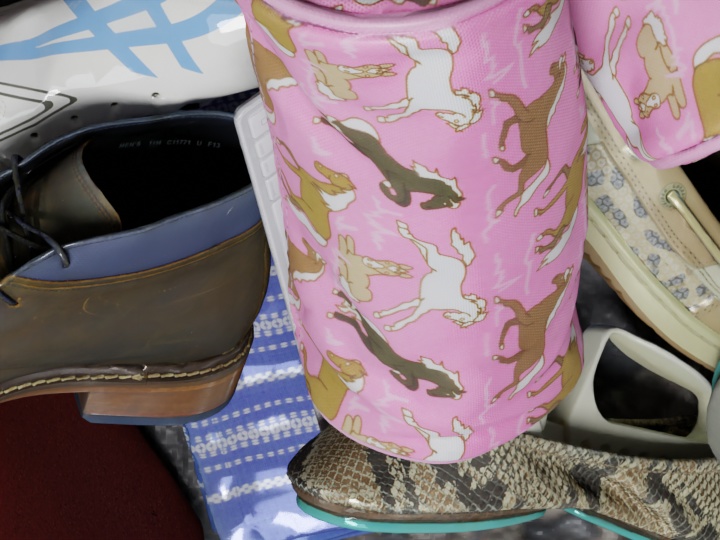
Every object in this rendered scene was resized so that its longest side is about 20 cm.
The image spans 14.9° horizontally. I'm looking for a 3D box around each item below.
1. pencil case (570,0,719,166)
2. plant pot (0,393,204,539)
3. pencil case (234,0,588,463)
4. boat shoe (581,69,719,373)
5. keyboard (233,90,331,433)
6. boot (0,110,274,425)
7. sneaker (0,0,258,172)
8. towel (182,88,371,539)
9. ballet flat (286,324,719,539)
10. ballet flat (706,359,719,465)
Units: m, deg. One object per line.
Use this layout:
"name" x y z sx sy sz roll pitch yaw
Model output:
"pencil case" 0.064 -0.130 0.733 0.086 0.083 0.201 -29 92 21
"plant pot" -0.154 0.125 0.916 0.199 0.201 0.176 -36 130 24
"pencil case" 0.015 -0.029 0.744 0.083 0.087 0.201 -32 145 -16
"boat shoe" 0.096 -0.030 0.854 0.063 0.074 0.200 -40 125 23
"keyboard" 0.000 0.000 0.845 0.056 0.011 0.200 -42 148 -20
"boot" -0.114 -0.005 0.798 0.199 0.075 0.097 -3 136 -31
"sneaker" -0.093 -0.053 0.840 0.199 0.072 0.073 -9 91 17
"towel" -0.002 0.009 0.921 0.144 0.024 0.201 -10 124 7
"ballet flat" 0.063 0.052 0.902 0.199 0.068 0.076 11 100 -38
"ballet flat" 0.164 0.083 0.902 0.067 0.064 0.200 -24 147 7
